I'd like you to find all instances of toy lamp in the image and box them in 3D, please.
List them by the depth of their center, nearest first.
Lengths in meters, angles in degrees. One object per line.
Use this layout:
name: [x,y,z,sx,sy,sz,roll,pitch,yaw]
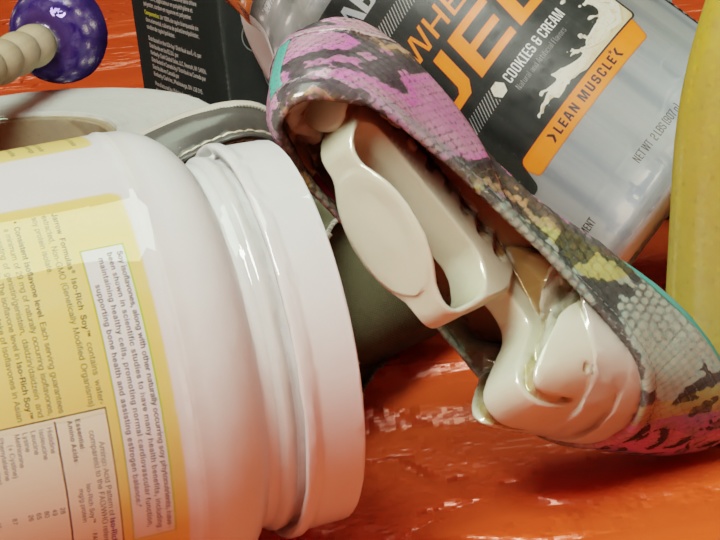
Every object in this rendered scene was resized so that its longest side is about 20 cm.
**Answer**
toy lamp: [-0.175,-0.085,0.976,0.058,0.058,0.200,0,18,20]

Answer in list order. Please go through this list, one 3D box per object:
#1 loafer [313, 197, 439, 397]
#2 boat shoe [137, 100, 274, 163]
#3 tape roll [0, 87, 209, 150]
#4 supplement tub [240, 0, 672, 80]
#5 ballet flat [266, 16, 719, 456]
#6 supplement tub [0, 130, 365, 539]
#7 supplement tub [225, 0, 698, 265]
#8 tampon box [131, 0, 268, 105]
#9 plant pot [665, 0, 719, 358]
loafer: [0.000,0.000,0.848,0.069,0.075,0.200,-8,18,8]
boat shoe: [-0.109,0.004,0.851,0.200,0.067,0.057,-29,35,-5]
tape roll: [-0.159,-0.025,0.985,0.202,0.071,0.203,-5,19,2]
supplement tub: [0.058,-0.138,1.041,0.200,0.145,0.145,-39,28,-13]
ballet flat: [0.040,0.005,0.699,0.069,0.200,0.071,-37,15,33]
supplement tub: [-0.112,0.038,0.659,0.199,0.146,0.145,-11,19,-16]
supplement tub: [0.050,-0.089,0.888,0.200,0.123,0.123,37,30,7]
tampon box: [-0.034,-0.161,1.146,0.149,0.201,0.126,-16,20,-25]
plant pot: [0.218,-0.064,0.769,0.194,0.201,0.195,2,19,25]
